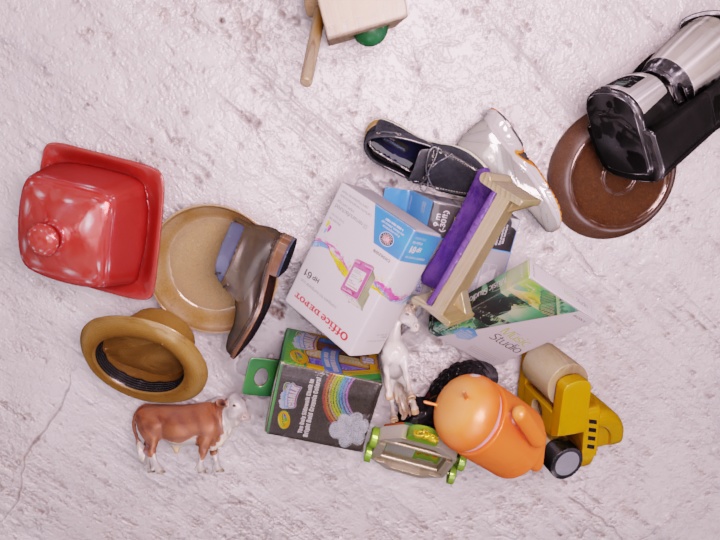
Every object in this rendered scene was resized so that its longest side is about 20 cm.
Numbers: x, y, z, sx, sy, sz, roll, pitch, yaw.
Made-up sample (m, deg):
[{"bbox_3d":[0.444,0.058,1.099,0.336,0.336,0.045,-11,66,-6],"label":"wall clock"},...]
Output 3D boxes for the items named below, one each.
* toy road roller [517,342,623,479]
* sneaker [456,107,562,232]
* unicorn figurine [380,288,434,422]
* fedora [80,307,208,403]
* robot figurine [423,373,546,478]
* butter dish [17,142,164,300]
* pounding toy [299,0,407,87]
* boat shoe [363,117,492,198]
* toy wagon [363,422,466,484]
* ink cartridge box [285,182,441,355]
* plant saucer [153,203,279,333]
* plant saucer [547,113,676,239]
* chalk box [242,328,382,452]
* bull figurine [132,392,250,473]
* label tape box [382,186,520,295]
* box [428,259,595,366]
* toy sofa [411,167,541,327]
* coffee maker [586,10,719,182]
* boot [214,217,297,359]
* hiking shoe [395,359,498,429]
[{"bbox_3d":[0.338,0.216,0.972,0.144,0.123,0.203,-8,110,-14],"label":"toy road roller"},{"bbox_3d":[0.215,-0.131,0.889,0.092,0.076,0.201,-34,99,17],"label":"sneaker"},{"bbox_3d":[0.058,0.139,0.919,0.073,0.139,0.201,3,143,-13],"label":"unicorn figurine"},{"bbox_3d":[-0.317,0.116,0.918,0.198,0.082,0.202,6,129,7],"label":"fedora"},{"bbox_3d":[0.188,0.224,0.882,0.199,0.144,0.117,34,95,-25],"label":"robot figurine"},{"bbox_3d":[-0.389,-0.056,0.829,0.197,0.148,0.203,15,107,9],"label":"butter dish"},{"bbox_3d":[-0.027,-0.346,0.747,0.140,0.184,0.202,-14,107,2],"label":"pounding toy"},{"bbox_3d":[0.091,-0.149,0.853,0.198,0.062,0.075,26,127,3],"label":"boat shoe"},{"bbox_3d":[0.089,0.282,0.960,0.153,0.040,0.201,14,144,2],"label":"toy wagon"},{"bbox_3d":[0.000,0.000,0.873,0.144,0.084,0.202,35,108,29],"label":"ink cartridge box"},{"bbox_3d":[-0.220,-0.005,0.922,0.197,0.035,0.203,-1,108,-2],"label":"plant saucer"},{"bbox_3d":[0.380,-0.142,0.906,0.197,0.035,0.203,0,107,-1],"label":"plant saucer"},{"bbox_3d":[-0.078,0.176,0.938,0.197,0.124,0.126,14,107,-5],"label":"chalk box"},{"bbox_3d":[-0.269,0.261,0.977,0.197,0.065,0.123,-2,75,6],"label":"bull figurine"},{"bbox_3d":[0.120,-0.033,0.911,0.197,0.066,0.145,11,107,-7],"label":"label tape box"},{"bbox_3d":[0.217,0.070,0.893,0.143,0.037,0.200,28,137,-25],"label":"box"},{"bbox_3d":[0.140,-0.034,0.806,0.097,0.082,0.202,38,115,24],"label":"toy sofa"},{"bbox_3d":[0.423,-0.206,0.805,0.199,0.135,0.193,-37,93,-7],"label":"coffee maker"},{"bbox_3d":[-0.174,0.023,0.885,0.096,0.075,0.202,26,97,2],"label":"boot"},{"bbox_3d":[0.153,0.223,0.990,0.199,0.076,0.101,-39,114,24],"label":"hiking shoe"}]
